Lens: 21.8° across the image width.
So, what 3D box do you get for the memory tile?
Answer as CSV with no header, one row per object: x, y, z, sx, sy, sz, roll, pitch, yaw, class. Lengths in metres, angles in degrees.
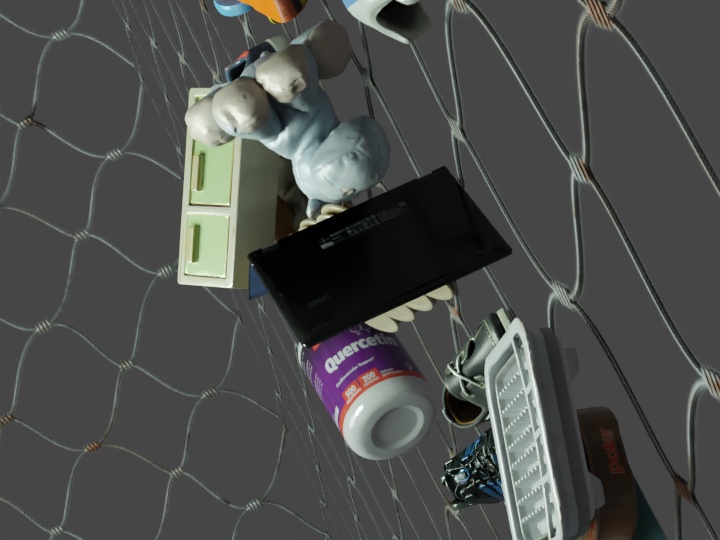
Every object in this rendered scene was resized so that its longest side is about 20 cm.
0.000,0.000,1.804,0.153,0.017,0.200,31,159,-11,memory tile

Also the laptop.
0.011,0.004,1.587,0.200,0.187,0.116,55,166,46,laptop

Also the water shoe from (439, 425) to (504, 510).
0.122,0.193,1.765,0.072,0.079,0.200,63,170,14,water shoe

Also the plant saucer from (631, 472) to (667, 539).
0.244,0.254,1.454,0.200,0.019,0.070,62,169,14,plant saucer

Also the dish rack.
0.139,0.131,1.418,0.200,0.044,0.172,112,148,-75,dish rack

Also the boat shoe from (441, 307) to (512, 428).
0.109,0.092,1.636,0.200,0.068,0.072,98,148,-69,boat shoe

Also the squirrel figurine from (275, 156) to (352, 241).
-0.036,-0.033,1.978,0.187,0.142,0.200,40,162,44,squirrel figurine

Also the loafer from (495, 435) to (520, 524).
0.157,0.175,1.602,0.200,0.075,0.070,82,173,-45,loafer

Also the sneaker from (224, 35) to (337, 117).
-0.085,-0.179,1.950,0.200,0.084,0.075,48,160,59,sneaker

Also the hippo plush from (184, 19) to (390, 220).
-0.062,-0.121,1.751,0.161,0.159,0.200,57,154,-10,hippo plush

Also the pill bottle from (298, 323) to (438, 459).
0.000,0.113,2.111,0.200,0.112,0.112,55,166,44,pill bottle

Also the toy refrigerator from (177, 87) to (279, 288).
-0.133,-0.083,1.893,0.076,0.070,0.200,5,92,37,toy refrigerator

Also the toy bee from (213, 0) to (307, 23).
-0.115,-0.309,1.810,0.200,0.109,0.131,33,155,19,toy bee

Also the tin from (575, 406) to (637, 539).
0.179,0.184,1.469,0.200,0.042,0.112,95,170,-58,tin

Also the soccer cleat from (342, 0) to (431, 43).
0.019,-0.244,1.350,0.086,0.070,0.200,42,162,26,soccer cleat
